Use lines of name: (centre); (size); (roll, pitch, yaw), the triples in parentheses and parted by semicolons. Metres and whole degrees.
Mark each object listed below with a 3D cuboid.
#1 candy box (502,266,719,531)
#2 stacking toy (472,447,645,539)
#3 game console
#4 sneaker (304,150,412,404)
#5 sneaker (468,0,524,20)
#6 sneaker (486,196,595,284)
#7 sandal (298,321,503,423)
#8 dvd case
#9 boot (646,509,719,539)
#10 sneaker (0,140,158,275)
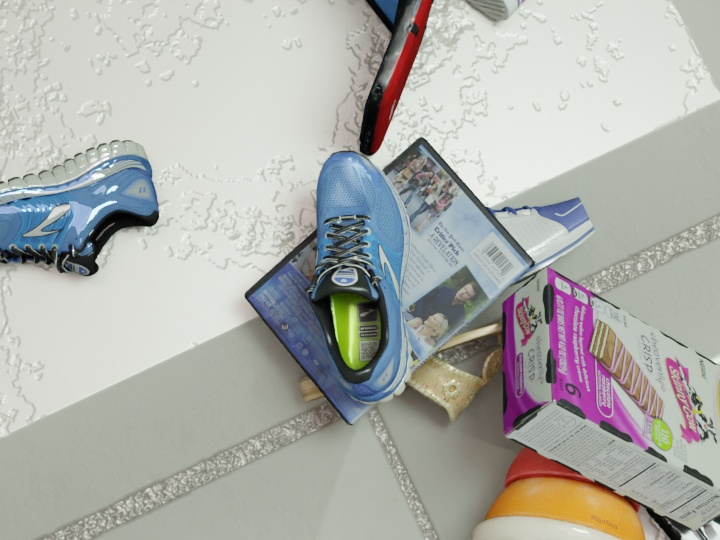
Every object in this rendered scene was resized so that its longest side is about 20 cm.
candy box: (0.205, 0.102, 1.135); (0.200, 0.061, 0.137); (28, 42, -24)
stacking toy: (0.181, 0.157, 1.190); (0.146, 0.146, 0.201); (17, 64, 0)
game console: (-0.006, -0.208, 1.178); (0.118, 0.200, 0.173); (21, 82, 1)
sneaker: (0.000, 0.000, 1.127); (0.078, 0.089, 0.201); (-10, 77, 10)
sneaker: (0.087, -0.324, 1.270); (0.200, 0.073, 0.114); (41, 78, -7)
sneaker: (0.091, -0.033, 1.218); (0.199, 0.081, 0.115); (-26, 86, -4)
sandal: (0.058, 0.096, 1.204); (0.211, 0.078, 0.070); (-16, 84, 4)
dvd case: (0.022, 0.007, 1.177); (0.200, 0.018, 0.143); (-41, 75, 3)
boot: (0.353, 0.206, 1.198); (0.168, 0.076, 0.200); (-38, 79, -3)
sneaker: (-0.259, -0.032, 1.195); (0.199, 0.079, 0.089); (-24, 81, -6)
